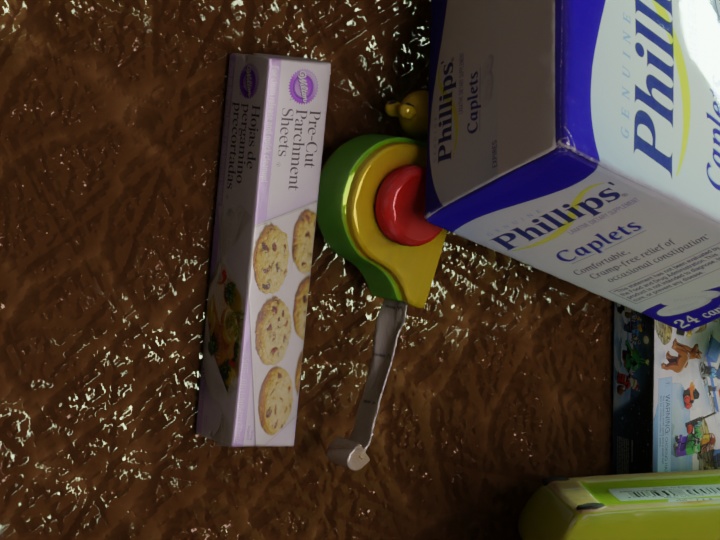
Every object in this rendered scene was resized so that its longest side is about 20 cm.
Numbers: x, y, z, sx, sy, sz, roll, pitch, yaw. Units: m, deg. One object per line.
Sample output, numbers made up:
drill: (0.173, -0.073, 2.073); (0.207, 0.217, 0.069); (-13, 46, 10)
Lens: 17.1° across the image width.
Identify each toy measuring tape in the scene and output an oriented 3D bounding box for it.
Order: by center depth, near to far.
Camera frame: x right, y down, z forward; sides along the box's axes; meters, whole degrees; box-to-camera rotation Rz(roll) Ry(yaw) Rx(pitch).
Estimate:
toy measuring tape: (0.000, 0.000, 1.238); (0.073, 0.074, 0.200); (19, 86, -35)

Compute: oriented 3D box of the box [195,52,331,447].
box: (-0.050, -0.010, 1.219); (0.041, 0.039, 0.200); (3, 96, -36)

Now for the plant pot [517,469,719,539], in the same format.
plant pot: (0.179, 0.204, 1.289); (0.200, 0.199, 0.182); (-3, 92, -1)

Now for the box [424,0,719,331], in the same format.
box: (0.141, -0.093, 1.258); (0.200, 0.105, 0.184); (21, 59, -35)

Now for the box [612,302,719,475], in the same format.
box: (0.212, 0.058, 1.411); (0.136, 0.038, 0.200); (-7, 102, -33)
